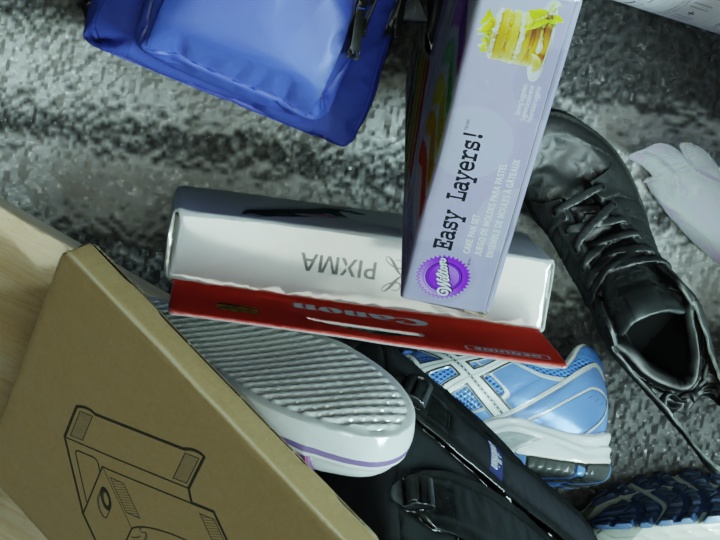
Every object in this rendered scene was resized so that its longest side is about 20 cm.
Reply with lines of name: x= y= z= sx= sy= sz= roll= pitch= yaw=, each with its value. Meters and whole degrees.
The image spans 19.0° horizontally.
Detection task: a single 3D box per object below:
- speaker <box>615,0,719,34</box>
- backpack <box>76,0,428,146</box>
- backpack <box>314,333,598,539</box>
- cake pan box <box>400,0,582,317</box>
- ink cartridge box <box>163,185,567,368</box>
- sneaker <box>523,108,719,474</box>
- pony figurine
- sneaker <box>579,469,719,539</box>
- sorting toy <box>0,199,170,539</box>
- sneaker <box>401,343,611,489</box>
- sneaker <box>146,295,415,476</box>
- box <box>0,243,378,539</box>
speaker: x=0.195 y=-0.157 z=1.094 sx=0.199 sy=0.081 sz=0.082 roll=12 pitch=99 yaw=-30
backpack: x=-0.031 y=-0.178 z=1.067 sx=0.162 sy=0.168 sz=0.201 roll=21 pitch=95 yaw=-15
backpack: x=0.051 y=0.156 z=1.072 sx=0.199 sy=0.164 sz=0.154 roll=26 pitch=126 yaw=-28
cake pan box: x=0.061 y=-0.112 z=1.043 sx=0.052 sy=0.201 sz=0.185 roll=11 pitch=130 yaw=-6
ink cartridge box: x=0.000 y=0.000 z=1.093 sx=0.198 sy=0.174 sz=0.044 roll=8 pitch=98 yaw=-6
sneaker: x=0.145 y=0.007 z=1.141 sx=0.060 sy=0.104 sz=0.201 roll=-29 pitch=101 yaw=1
pony figurine: x=0.260 y=-0.016 z=1.137 sx=0.200 sy=0.166 sz=0.194 roll=-38 pitch=109 yaw=-13
sneaker: x=0.144 y=0.168 z=1.192 sx=0.199 sy=0.077 sz=0.086 roll=-11 pitch=105 yaw=7
sorting toy: x=-0.174 y=0.077 z=1.134 sx=0.199 sy=0.070 sz=0.199 roll=30 pitch=102 yaw=-9
sneaker: x=0.040 y=0.068 z=1.170 sx=0.198 sy=0.076 sz=0.078 roll=10 pitch=77 yaw=-6
sneaker: x=-0.056 y=0.086 z=1.030 sx=0.200 sy=0.072 sz=0.115 roll=17 pitch=117 yaw=37
box: x=-0.091 y=0.109 z=1.007 sx=0.200 sy=0.021 sz=0.164 roll=44 pitch=133 yaw=19
